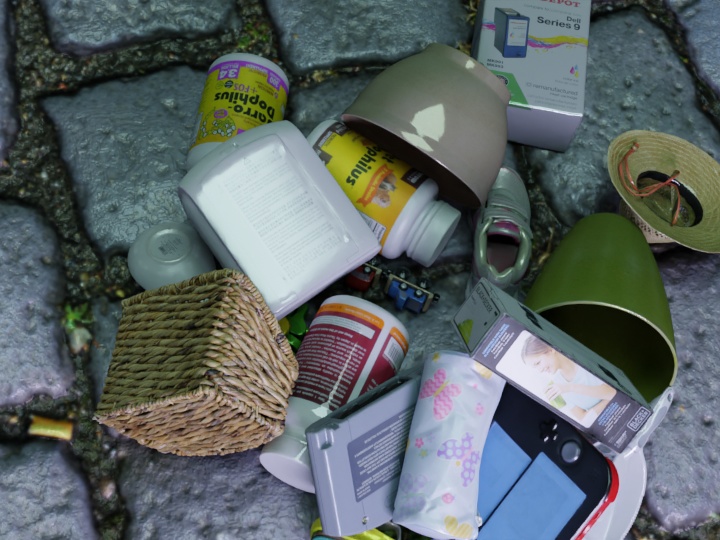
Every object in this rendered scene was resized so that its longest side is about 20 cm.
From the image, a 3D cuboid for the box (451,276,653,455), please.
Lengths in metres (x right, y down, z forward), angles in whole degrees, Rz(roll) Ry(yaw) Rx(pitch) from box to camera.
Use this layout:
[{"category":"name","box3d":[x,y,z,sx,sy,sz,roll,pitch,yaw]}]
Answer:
[{"category":"box","box3d":[0.197,0.098,1.289,0.200,0.117,0.060,33,101,-16]}]

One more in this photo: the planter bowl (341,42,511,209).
[{"category":"planter bowl","box3d":[0.096,-0.183,1.468,0.200,0.200,0.135,33,86,9]}]

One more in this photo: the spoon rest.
[{"category":"spoon rest","box3d":[-0.195,0.017,1.437,0.099,0.061,0.200,-31,58,-22]}]

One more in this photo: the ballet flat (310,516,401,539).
[{"category":"ballet flat","box3d":[0.043,0.307,1.315,0.200,0.067,0.067,26,43,7]}]

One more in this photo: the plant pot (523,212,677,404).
[{"category":"plant pot","box3d":[0.276,0.033,1.433,0.187,0.187,0.200,17,46,1]}]

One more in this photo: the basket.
[{"category":"basket","box3d":[-0.161,0.103,1.311,0.143,0.200,0.149,34,53,-38]}]

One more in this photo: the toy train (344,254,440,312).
[{"category":"toy train","box3d":[0.000,0.000,1.473,0.200,0.034,0.046,24,51,4]}]

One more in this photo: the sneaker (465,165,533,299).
[{"category":"sneaker","box3d":[0.174,-0.047,1.493,0.081,0.088,0.201,6,63,-5]}]

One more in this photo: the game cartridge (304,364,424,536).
[{"category":"game cartridge","box3d":[0.021,0.195,1.309,0.041,0.134,0.200,7,20,38]}]

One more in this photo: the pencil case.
[{"category":"pencil case","box3d":[0.094,0.184,1.297,0.090,0.083,0.201,4,75,27]}]

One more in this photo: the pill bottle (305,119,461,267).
[{"category":"pill bottle","box3d":[0.017,-0.088,1.481,0.200,0.109,0.109,32,64,9]}]

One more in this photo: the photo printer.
[{"category":"photo printer","box3d":[-0.097,-0.061,1.387,0.166,0.069,0.200,-35,85,-19]}]

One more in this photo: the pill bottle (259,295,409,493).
[{"category":"pill bottle","box3d":[-0.032,0.137,1.358,0.113,0.113,0.200,24,63,5]}]

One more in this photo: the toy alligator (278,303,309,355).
[{"category":"toy alligator","box3d":[-0.084,0.076,1.411,0.054,0.059,0.200,36,64,11]}]

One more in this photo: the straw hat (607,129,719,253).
[{"category":"straw hat","box3d":[0.372,-0.078,1.533,0.200,0.085,0.201,15,49,-18]}]

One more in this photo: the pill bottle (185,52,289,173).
[{"category":"pill bottle","box3d":[-0.152,-0.156,1.495,0.104,0.104,0.201,10,63,-3]}]

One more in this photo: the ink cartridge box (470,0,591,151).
[{"category":"ink cartridge box","box3d":[0.218,-0.272,1.614,0.145,0.088,0.201,11,61,-2]}]

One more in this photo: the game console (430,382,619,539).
[{"category":"game console","box3d":[0.160,0.236,1.287,0.200,0.031,0.177,-54,51,10]}]

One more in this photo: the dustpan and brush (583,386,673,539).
[{"category":"dustpan and brush","box3d":[0.279,0.209,1.345,0.140,0.057,0.200,43,67,-30]}]
